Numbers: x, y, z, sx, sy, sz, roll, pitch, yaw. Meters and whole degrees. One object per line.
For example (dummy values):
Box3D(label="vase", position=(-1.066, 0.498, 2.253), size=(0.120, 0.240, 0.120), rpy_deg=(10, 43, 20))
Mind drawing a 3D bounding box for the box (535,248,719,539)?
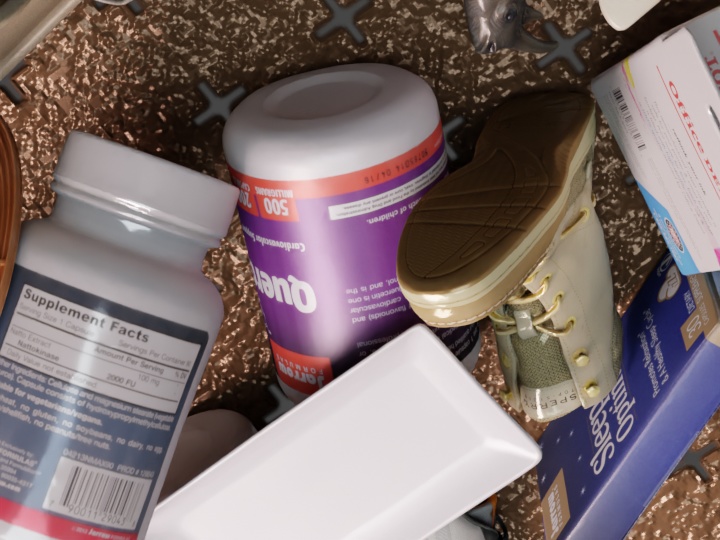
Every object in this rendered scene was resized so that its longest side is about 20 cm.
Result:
Box3D(label="box", position=(0.142, 0.083, 1.135), size=(0.032, 0.121, 0.200), rpy_deg=(25, 113, -12))

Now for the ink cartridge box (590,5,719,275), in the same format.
Box3D(label="ink cartridge box", position=(0.181, -0.066, 1.001), size=(0.068, 0.200, 0.115), rpy_deg=(-26, 91, -6))

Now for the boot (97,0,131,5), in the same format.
Box3D(label="boot", position=(-0.139, -0.243, 0.950), size=(0.182, 0.073, 0.200), rpy_deg=(32, 70, -12))

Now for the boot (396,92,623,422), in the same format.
Box3D(label="boot", position=(0.082, 0.016, 1.067), size=(0.073, 0.200, 0.156), rpy_deg=(0, 119, 21))

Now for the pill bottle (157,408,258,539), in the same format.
Box3D(label="pill bottle", position=(-0.058, 0.186, 1.193), size=(0.111, 0.111, 0.200), rpy_deg=(-29, 112, 14))

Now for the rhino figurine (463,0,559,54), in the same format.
Box3D(label="rhino figurine", position=(0.039, -0.181, 1.045), size=(0.087, 0.060, 0.200), rpy_deg=(-40, 112, 7))

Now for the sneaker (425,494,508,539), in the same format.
Box3D(label="sneaker", position=(0.056, 0.175, 1.209), size=(0.079, 0.074, 0.200), rpy_deg=(-24, 113, 6))

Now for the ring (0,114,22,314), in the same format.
Box3D(label="ring", position=(-0.230, 0.007, 1.067), size=(0.019, 0.200, 0.200), rpy_deg=(20, 116, -34))

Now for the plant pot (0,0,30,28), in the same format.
Box3D(label="plant pot", position=(-0.266, -0.109, 0.995), size=(0.200, 0.201, 0.184), rpy_deg=(20, 134, -8))

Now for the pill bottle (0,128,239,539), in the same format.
Box3D(label="pill bottle", position=(-0.135, 0.038, 1.042), size=(0.120, 0.120, 0.200), rpy_deg=(20, 90, -8))

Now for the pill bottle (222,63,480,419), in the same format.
Box3D(label="pill bottle", position=(0.000, 0.000, 1.103), size=(0.112, 0.112, 0.200), rpy_deg=(-9, 114, 5))

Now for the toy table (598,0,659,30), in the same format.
Box3D(label="toy table", position=(0.157, -0.216, 0.972), size=(0.200, 0.184, 0.117), rpy_deg=(-40, 93, 23))

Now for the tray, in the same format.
Box3D(label="tray", position=(-0.015, 0.111, 1.084), size=(0.200, 0.022, 0.107), rpy_deg=(-36, 114, 17))

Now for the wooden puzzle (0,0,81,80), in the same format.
Box3D(label="wooden puzzle", position=(-0.200, -0.218, 1.049), size=(0.185, 0.037, 0.200), rpy_deg=(-41, 104, 19))
